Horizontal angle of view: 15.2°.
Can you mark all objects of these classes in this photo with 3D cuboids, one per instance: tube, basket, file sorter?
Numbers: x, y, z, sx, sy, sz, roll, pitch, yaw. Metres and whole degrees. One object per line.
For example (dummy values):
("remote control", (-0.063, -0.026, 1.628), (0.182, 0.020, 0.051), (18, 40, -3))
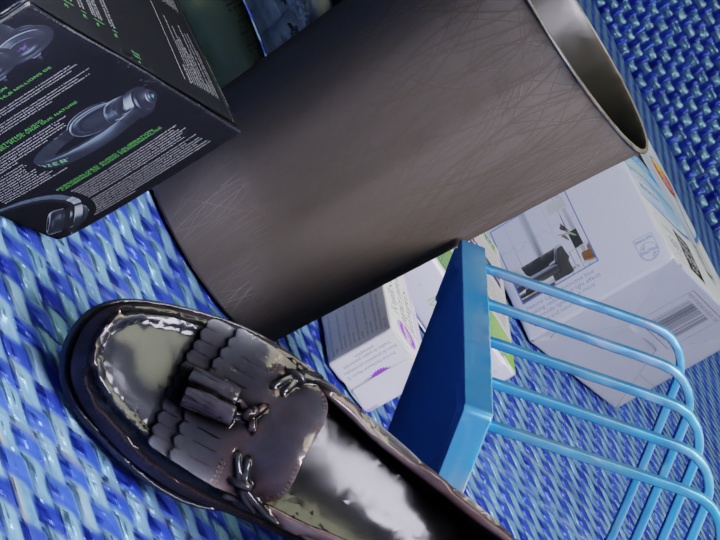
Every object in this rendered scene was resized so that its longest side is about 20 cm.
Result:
("tube", (-0.082, -0.134, 1.426), (0.058, 0.052, 0.200), (-38, 104, -43))
("basket", (0.013, -0.063, 1.256), (0.136, 0.200, 0.180), (62, 13, 11))
("file sorter", (0.075, 0.099, 1.165), (0.122, 0.139, 0.200), (19, 19, -6))

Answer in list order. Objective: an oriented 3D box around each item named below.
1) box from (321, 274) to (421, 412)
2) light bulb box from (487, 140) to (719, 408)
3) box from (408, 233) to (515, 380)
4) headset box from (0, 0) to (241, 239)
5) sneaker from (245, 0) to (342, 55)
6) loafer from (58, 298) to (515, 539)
("box", (0.000, 0.000, 1.443), (0.039, 0.041, 0.200), (52, 13, -29))
("light bulb box", (0.170, -0.031, 2.016), (0.198, 0.125, 0.200), (37, 26, -61))
("box", (0.042, -0.022, 1.684), (0.145, 0.036, 0.200), (55, 11, -18))
("headset box", (-0.151, -0.121, 0.984), (0.175, 0.093, 0.200), (64, 13, 17))
("sneaker", (-0.003, -0.145, 1.367), (0.200, 0.099, 0.070), (177, -110, -81))
("loafer", (-0.017, 0.069, 0.998), (0.200, 0.072, 0.063), (34, -21, -22))
